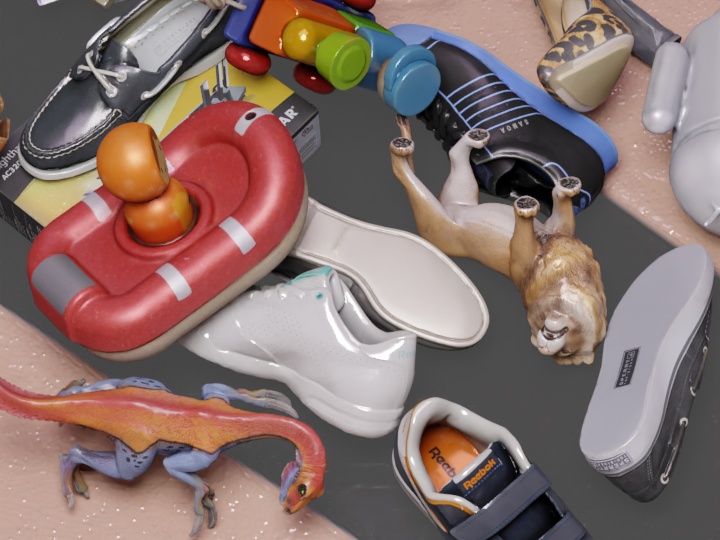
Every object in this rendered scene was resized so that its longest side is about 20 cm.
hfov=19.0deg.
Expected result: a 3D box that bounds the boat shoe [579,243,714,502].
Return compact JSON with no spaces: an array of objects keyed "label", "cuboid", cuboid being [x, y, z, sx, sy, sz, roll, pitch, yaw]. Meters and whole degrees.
[{"label":"boat shoe","cuboid":[0.200,0.068,1.450,0.069,0.057,0.200,-14,38,41]}]

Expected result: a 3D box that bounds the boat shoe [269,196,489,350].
[{"label":"boat shoe","cuboid":[0.000,0.000,1.501,0.200,0.057,0.067,28,71,10]}]

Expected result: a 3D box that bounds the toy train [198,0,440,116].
[{"label":"toy train","cuboid":[-0.041,-0.161,1.474,0.116,0.200,0.085,36,106,40]}]

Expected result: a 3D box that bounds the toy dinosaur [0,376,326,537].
[{"label":"toy dinosaur","cuboid":[-0.119,0.114,1.389,0.181,0.200,0.105,-6,73,34]}]

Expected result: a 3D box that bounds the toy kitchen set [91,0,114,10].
[{"label":"toy kitchen set","cuboid":[-0.203,-0.340,1.562,0.180,0.163,0.200,34,77,13]}]

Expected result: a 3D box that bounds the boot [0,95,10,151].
[{"label":"boot","cuboid":[-0.294,-0.040,1.478,0.155,0.074,0.200,-39,58,19]}]

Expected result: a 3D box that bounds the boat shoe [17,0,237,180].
[{"label":"boat shoe","cuboid":[-0.166,-0.145,1.516,0.076,0.060,0.200,36,68,20]}]

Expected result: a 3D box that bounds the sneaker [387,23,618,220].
[{"label":"sneaker","cuboid":[0.084,-0.104,1.541,0.200,0.070,0.078,30,59,16]}]

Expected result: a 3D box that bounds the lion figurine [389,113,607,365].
[{"label":"lion figurine","cuboid":[0.094,-0.023,1.491,0.072,0.123,0.200,-30,47,-28]}]

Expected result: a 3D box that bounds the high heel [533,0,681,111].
[{"label":"high heel","cuboid":[0.134,-0.183,1.545,0.143,0.071,0.200,39,29,16]}]

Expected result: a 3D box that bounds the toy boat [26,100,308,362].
[{"label":"toy boat","cuboid":[-0.133,-0.045,1.410,0.200,0.131,0.130,-38,50,-16]}]

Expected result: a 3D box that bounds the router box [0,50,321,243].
[{"label":"router box","cuboid":[-0.151,-0.081,1.546,0.157,0.052,0.200,36,68,20]}]

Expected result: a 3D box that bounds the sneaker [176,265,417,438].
[{"label":"sneaker","cuboid":[-0.049,0.031,1.447,0.200,0.089,0.075,25,22,16]}]

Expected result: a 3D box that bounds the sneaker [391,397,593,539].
[{"label":"sneaker","cuboid":[0.094,0.164,1.389,0.078,0.079,0.200,-41,69,-20]}]

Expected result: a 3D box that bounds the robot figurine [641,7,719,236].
[{"label":"robot figurine","cuboid":[0.276,-0.104,1.510,0.169,0.113,0.200,15,61,-11]}]

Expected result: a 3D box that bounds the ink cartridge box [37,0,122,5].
[{"label":"ink cartridge box","cuboid":[-0.178,-0.310,1.658,0.200,0.043,0.198,-18,72,-4]}]
